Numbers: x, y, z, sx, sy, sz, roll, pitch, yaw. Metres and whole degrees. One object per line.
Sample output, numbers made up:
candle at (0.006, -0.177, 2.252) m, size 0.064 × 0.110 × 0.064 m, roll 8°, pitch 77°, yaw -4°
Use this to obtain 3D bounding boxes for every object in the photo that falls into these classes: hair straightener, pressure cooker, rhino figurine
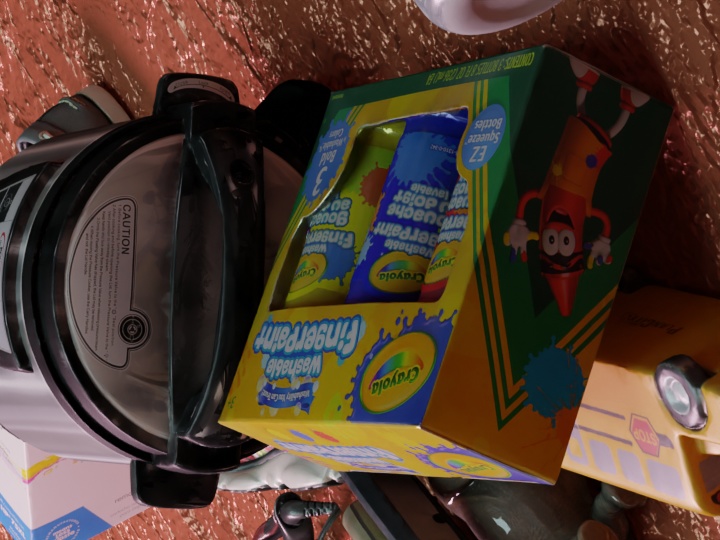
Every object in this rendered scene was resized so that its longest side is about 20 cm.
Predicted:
hair straightener at (-0.025, 0.167, 1.501) m, size 0.077 × 0.041 × 0.200 m, roll 59°, pitch 164°, yaw 8°
pressure cooker at (-0.099, 0.008, 1.286) m, size 0.176 × 0.179 × 0.200 m, roll 55°, pitch 156°, yaw -17°
rhino figurine at (0.103, 0.132, 1.241) m, size 0.200 × 0.060 × 0.088 m, roll 50°, pitch 147°, yaw 13°

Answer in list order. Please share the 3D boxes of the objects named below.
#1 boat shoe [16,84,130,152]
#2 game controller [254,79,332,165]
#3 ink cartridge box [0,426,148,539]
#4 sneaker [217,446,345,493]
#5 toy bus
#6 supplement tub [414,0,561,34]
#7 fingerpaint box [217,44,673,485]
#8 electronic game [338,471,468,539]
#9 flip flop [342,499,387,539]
boat shoe at (-0.132, -0.020, 1.539) m, size 0.200 × 0.062 × 0.073 m, roll 54°, pitch 153°, yaw 20°
game controller at (0.000, 0.000, 1.333) m, size 0.201 × 0.042 × 0.104 m, roll 59°, pitch 154°, yaw 8°
ink cartridge box at (-0.180, 0.083, 1.664) m, size 0.067 × 0.116 × 0.201 m, roll 46°, pitch 150°, yaw 33°
sneaker at (-0.036, 0.078, 1.464) m, size 0.200 × 0.077 × 0.086 m, roll -10°, pitch 86°, yaw 59°
toy bus at (0.124, 0.050, 1.118) m, size 0.200 × 0.065 × 0.079 m, roll 14°, pitch 126°, yaw 58°
supplement tub at (0.025, -0.201, 1.004) m, size 0.201 × 0.122 × 0.123 m, roll 55°, pitch 153°, yaw 16°
fingerpaint box at (0.031, 0.001, 1.130) m, size 0.073 × 0.168 × 0.200 m, roll 24°, pitch 168°, yaw -24°
electronic game at (0.052, 0.165, 1.309) m, size 0.200 × 0.042 × 0.200 m, roll 51°, pitch 180°, yaw 0°
flip flop at (0.028, 0.202, 1.384) m, size 0.081 × 0.057 × 0.200 m, roll 45°, pitch -170°, yaw -46°
